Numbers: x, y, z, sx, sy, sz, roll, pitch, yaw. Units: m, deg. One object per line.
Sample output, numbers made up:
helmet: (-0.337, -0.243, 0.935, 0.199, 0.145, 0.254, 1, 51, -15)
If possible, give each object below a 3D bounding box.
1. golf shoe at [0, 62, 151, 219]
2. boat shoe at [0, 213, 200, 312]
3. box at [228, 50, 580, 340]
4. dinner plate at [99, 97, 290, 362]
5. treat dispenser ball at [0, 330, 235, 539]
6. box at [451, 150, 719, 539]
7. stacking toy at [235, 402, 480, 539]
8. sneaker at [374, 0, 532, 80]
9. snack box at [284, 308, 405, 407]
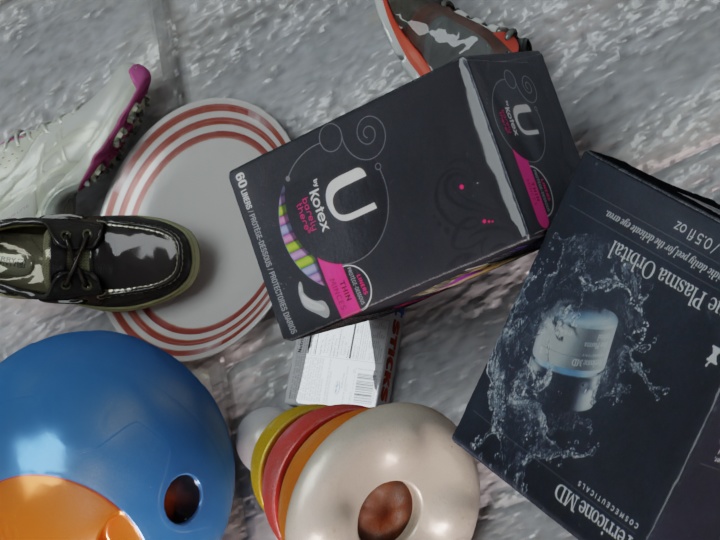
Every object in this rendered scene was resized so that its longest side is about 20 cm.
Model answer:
golf shoe: (-0.239, -0.087, 1.669, 0.091, 0.075, 0.201, 37, 99, 1)
boat shoe: (-0.216, -0.005, 1.600, 0.198, 0.065, 0.074, -3, 89, 22)
box: (0.033, -0.047, 1.394, 0.199, 0.106, 0.123, -24, 83, 33)
dinner plate: (-0.116, -0.029, 1.611, 0.199, 0.024, 0.202, -13, 68, 33)
treat dispenser ball: (-0.185, 0.142, 1.495, 0.199, 0.200, 0.203, -12, 69, 32)
box: (0.182, 0.063, 1.268, 0.196, 0.117, 0.201, 35, 103, 54)
stacking toy: (-0.027, 0.133, 1.447, 0.200, 0.145, 0.147, 27, 92, 53)
sneaker: (0.077, -0.144, 1.485, 0.082, 0.077, 0.201, -33, 69, 12)
snack box: (0.000, 0.000, 1.510, 0.071, 0.024, 0.202, 5, 79, 27)
